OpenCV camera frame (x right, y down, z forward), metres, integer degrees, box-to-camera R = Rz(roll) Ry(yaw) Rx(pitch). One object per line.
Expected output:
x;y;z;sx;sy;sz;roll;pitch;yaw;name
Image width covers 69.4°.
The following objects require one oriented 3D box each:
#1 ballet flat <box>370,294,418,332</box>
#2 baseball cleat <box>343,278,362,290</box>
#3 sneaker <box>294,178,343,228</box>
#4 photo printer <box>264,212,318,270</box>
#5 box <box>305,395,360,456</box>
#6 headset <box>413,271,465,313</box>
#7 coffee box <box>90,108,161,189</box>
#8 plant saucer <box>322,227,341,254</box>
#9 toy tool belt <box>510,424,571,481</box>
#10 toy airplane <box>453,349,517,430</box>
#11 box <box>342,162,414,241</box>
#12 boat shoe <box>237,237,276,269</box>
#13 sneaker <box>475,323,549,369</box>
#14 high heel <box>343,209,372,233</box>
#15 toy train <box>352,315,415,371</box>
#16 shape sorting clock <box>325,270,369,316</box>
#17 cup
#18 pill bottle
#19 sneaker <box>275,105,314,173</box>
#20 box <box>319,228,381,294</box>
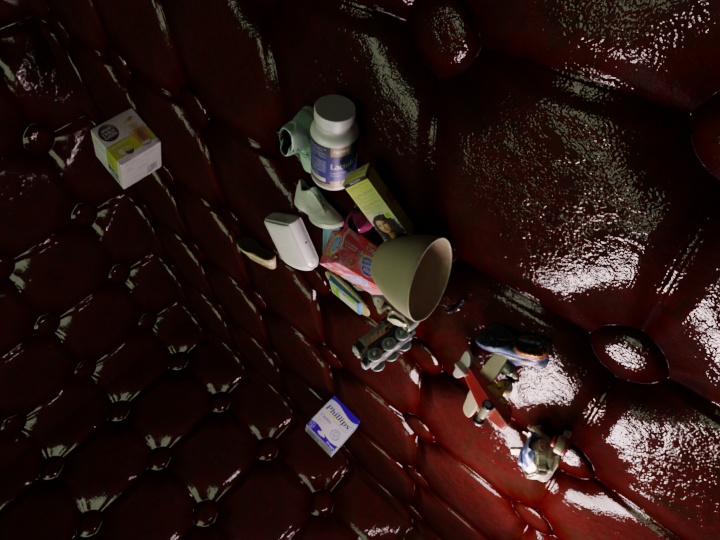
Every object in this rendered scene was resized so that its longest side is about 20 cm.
0.086;0.113;1.552;0.198;0.064;0.068;34;149;28;ballet flat
0.000;0.000;1.551;0.106;0.070;0.200;43;162;0;baseball cleat
-0.123;-0.193;1.481;0.199;0.075;0.090;36;134;31;sneaker
-0.228;-0.092;1.750;0.165;0.069;0.203;16;137;46;photo printer
-0.133;0.742;2.486;0.183;0.200;0.106;40;150;16;box
0.178;0.041;1.349;0.200;0.093;0.125;47;157;38;headset
-0.983;-0.513;2.192;0.198;0.199;0.200;48;152;2;coffee box
-0.087;-0.090;1.605;0.070;0.019;0.202;38;149;21;plant saucer
0.468;0.472;1.376;0.121;0.125;0.202;26;144;22;toy tool belt
0.335;0.304;1.375;0.199;0.138;0.204;167;103;-68;toy airplane
0.045;-0.154;1.237;0.074;0.051;0.201;-18;124;37;box
-0.411;-0.065;2.047;0.198;0.071;0.065;31;147;29;boat shoe
0.360;0.190;1.243;0.198;0.075;0.079;16;141;49;sneaker
-0.019;-0.119;1.386;0.068;0.096;0.199;50;152;-4;high heel
0.070;0.215;1.571;0.114;0.198;0.086;44;161;37;toy train
-0.041;0.073;1.689;0.199;0.039;0.200;39;167;11;shape sorting clock
0.108;0.000;1.225;0.141;0.201;0.203;21;142;32;cup
-0.062;-0.296;1.213;0.115;0.115;0.202;37;150;21;pill bottle
-0.163;-0.313;1.339;0.073;0.118;0.202;34;150;21;sneaker
0.003;-0.020;1.392;0.198;0.101;0.095;31;163;-30;box
